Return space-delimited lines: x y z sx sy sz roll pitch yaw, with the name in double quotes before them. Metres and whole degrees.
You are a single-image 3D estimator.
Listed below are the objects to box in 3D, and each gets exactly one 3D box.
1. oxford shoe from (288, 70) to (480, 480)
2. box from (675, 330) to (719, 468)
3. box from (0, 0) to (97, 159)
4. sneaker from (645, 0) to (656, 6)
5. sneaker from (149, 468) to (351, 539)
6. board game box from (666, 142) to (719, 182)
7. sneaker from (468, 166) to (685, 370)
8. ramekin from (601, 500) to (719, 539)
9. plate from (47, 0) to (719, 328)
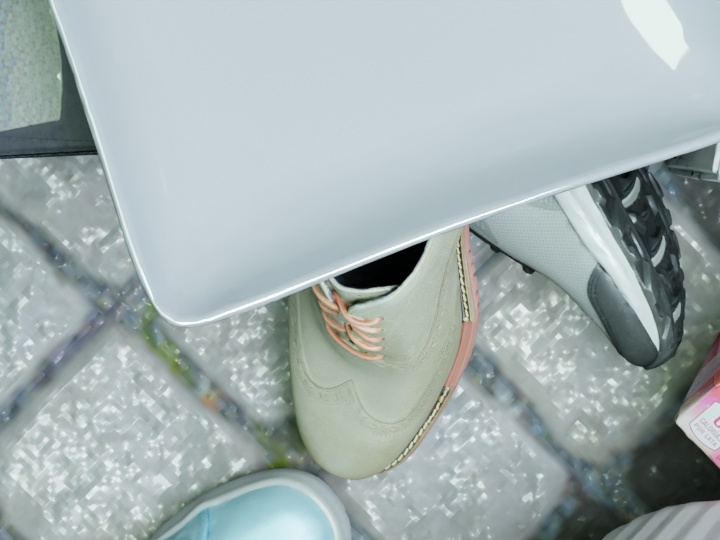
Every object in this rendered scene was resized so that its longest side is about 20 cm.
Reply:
"oxford shoe" 0.000 0.000 0.832 0.071 0.074 0.201 21 129 16
"box" 0.217 0.071 0.846 0.200 0.103 0.095 44 121 -2
"box" -0.098 -0.138 0.819 0.132 0.115 0.201 -2 93 30
"sneaker" 0.093 -0.144 0.810 0.091 0.077 0.201 -13 106 -39
"sneaker" -0.080 0.151 0.874 0.074 0.082 0.200 45 92 -3
"board game box" 0.140 -0.128 0.835 0.034 0.126 0.201 9 94 0
"sneaker" 0.041 -0.043 0.876 0.079 0.074 0.200 -40 93 22
"ramekin" 0.130 0.169 0.823 0.200 0.200 0.105 44 49 -2
"plate" -0.001 -0.106 0.736 0.199 0.032 0.200 -20 91 -13
